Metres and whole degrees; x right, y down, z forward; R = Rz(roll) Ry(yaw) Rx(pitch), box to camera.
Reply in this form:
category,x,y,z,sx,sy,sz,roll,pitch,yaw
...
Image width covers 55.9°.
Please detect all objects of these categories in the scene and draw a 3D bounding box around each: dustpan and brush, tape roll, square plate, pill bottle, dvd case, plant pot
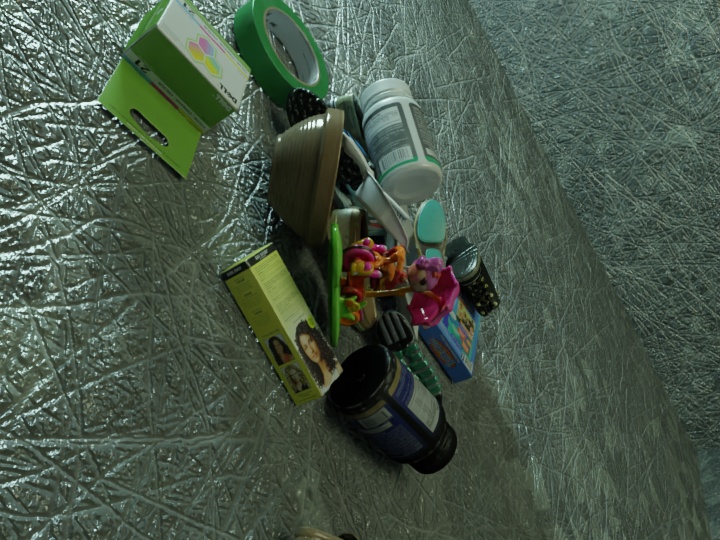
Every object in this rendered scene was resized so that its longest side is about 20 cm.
category,x,y,z,sx,sy,sz,roll,pitch,yaw
dustpan and brush,0.021,-0.123,1.042,0.200,0.057,0.140,46,4,-5
tape roll,-0.134,-0.376,1.176,0.200,0.048,0.202,39,38,-39
square plate,0.077,-0.013,1.221,0.201,0.028,0.200,-82,161,-46
pill bottle,0.066,-0.227,1.183,0.113,0.112,0.202,24,46,-51
dvd case,-0.035,-0.148,1.168,0.202,0.022,0.145,60,27,12
pill bottle,0.055,0.208,0.985,0.200,0.111,0.113,48,33,-30
plant pot,-0.084,-0.140,0.989,0.091,0.202,0.203,9,49,-7

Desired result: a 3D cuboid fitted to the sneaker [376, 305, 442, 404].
category,x,y,z,sx,sy,sz,roll,pitch,yaw
sneaker,0.083,0.154,1.124,0.088,0.073,0.202,-85,157,-79

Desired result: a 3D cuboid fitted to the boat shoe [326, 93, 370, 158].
category,x,y,z,sx,sy,sz,roll,pitch,yaw
boat shoe,0.002,-0.232,1.268,0.201,0.061,0.072,60,36,-21

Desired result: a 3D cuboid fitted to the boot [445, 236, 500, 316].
category,x,y,z,sx,sy,sz,roll,pitch,yaw
boot,0.231,0.025,1.346,0.155,0.073,0.204,57,10,-15

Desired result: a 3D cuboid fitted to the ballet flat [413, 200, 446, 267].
category,x,y,z,sx,sy,sz,roll,pitch,yaw
ballet flat,0.130,-0.038,1.303,0.068,0.063,0.203,8,63,-12

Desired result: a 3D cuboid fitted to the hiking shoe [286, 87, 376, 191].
category,x,y,z,sx,sy,sz,roll,pitch,yaw
hiking shoe,-0.053,-0.217,1.133,0.201,0.074,0.087,51,8,-15

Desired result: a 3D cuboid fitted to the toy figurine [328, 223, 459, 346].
category,x,y,z,sx,sy,sz,roll,pitch,yaw
toy figurine,0.048,0.014,0.946,0.201,0.181,0.152,95,-8,-51

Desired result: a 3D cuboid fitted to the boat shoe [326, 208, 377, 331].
category,x,y,z,sx,sy,sz,roll,pitch,yaw
boat shoe,0.000,0.000,1.062,0.074,0.065,0.203,-54,132,-62

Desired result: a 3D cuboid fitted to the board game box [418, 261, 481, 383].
category,x,y,z,sx,sy,sz,roll,pitch,yaw
board game box,0.178,0.099,1.346,0.153,0.045,0.201,55,30,-19

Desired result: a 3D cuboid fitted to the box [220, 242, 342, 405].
category,x,y,z,sx,sy,sz,roll,pitch,yaw
box,-0.100,0.070,0.891,0.202,0.050,0.075,60,29,-9

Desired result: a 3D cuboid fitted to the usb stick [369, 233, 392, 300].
category,x,y,z,sx,sy,sz,roll,pitch,yaw
usb stick,0.033,-0.037,1.215,0.055,0.032,0.202,31,42,-36

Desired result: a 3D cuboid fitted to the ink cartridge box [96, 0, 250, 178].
category,x,y,z,sx,sy,sz,roll,pitch,yaw
ink cartridge box,-0.231,-0.241,0.877,0.148,0.075,0.202,44,34,-34

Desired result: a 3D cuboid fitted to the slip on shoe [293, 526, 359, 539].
category,x,y,z,sx,sy,sz,roll,pitch,yaw
slip on shoe,-0.010,0.347,0.813,0.199,0.076,0.061,25,54,-40
